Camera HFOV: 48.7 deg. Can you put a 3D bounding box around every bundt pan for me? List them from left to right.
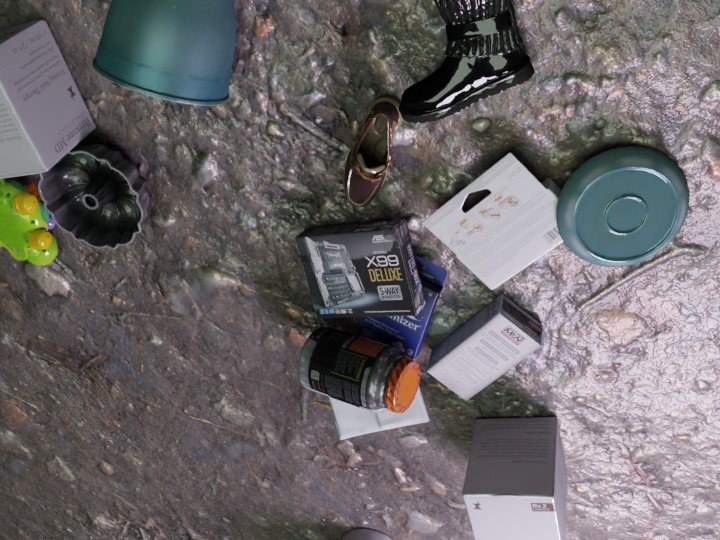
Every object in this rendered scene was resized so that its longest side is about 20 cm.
[{"bbox_3d":[-0.465,-0.141,1.423,0.202,0.076,0.202,8,126,12],"label":"bundt pan"}]

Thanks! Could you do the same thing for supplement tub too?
[{"bbox_3d":[-0.002,0.182,1.431,0.200,0.123,0.123,15,130,29],"label":"supplement tub"}]

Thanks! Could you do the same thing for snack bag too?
[{"bbox_3d":[0.016,0.218,1.518,0.200,0.021,0.189,-16,92,24],"label":"snack bag"}]

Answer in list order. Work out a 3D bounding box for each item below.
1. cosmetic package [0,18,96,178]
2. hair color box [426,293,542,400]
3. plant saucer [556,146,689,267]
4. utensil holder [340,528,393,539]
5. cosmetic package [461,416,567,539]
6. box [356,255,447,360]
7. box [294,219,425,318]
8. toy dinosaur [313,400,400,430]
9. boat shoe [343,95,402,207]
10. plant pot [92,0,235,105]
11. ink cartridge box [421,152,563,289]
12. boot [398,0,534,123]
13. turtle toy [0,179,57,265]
[{"bbox_3d":[-0.580,-0.277,1.304,0.166,0.167,0.200,-6,123,20],"label":"cosmetic package"},{"bbox_3d":[0.221,0.140,1.426,0.099,0.061,0.200,37,127,-11],"label":"hair color box"},{"bbox_3d":[0.398,-0.088,1.200,0.200,0.027,0.200,0,118,1],"label":"plant saucer"},{"bbox_3d":[0.003,0.723,1.820,0.170,0.200,0.170,8,126,12],"label":"utensil holder"},{"bbox_3d":[0.298,0.405,1.503,0.165,0.200,0.165,-5,123,20],"label":"cosmetic package"},{"bbox_3d":[0.071,0.061,1.412,0.121,0.032,0.200,26,124,14],"label":"box"},{"bbox_3d":[0.000,0.000,1.367,0.200,0.050,0.158,-3,113,28],"label":"box"},{"bbox_3d":[-0.004,0.279,1.595,0.200,0.058,0.101,13,128,8],"label":"toy dinosaur"},{"bbox_3d":[0.013,-0.175,1.256,0.072,0.072,0.200,24,128,-1],"label":"boat shoe"},{"bbox_3d":[-0.268,-0.363,1.145,0.200,0.200,0.188,19,112,3],"label":"plant pot"},{"bbox_3d":[0.227,-0.082,1.277,0.174,0.044,0.200,42,125,-14],"label":"ink cartridge box"},{"bbox_3d":[0.127,-0.313,1.117,0.211,0.079,0.158,-21,124,17],"label":"boot"},{"bbox_3d":[-0.636,-0.089,1.496,0.146,0.101,0.200,2,125,15],"label":"turtle toy"}]
